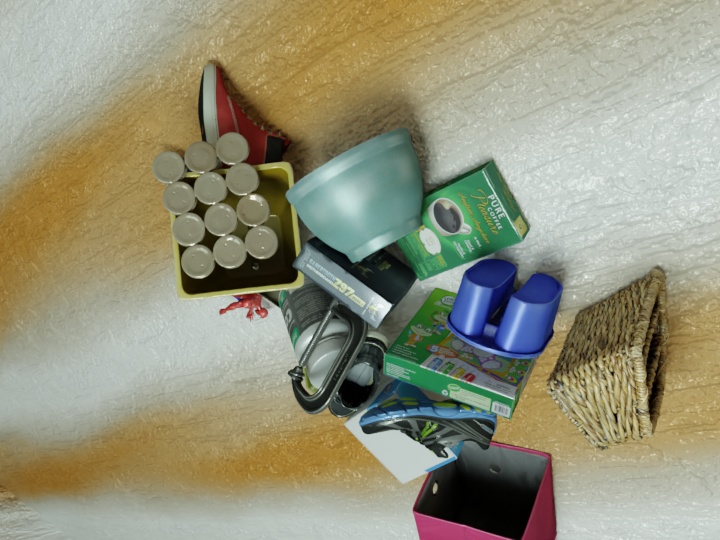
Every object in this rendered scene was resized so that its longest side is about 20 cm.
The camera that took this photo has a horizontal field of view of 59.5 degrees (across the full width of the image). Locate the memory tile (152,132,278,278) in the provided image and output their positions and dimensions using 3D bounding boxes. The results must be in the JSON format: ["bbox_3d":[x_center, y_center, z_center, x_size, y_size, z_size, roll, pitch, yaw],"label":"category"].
[{"bbox_3d":[-0.217,-0.099,0.947,0.152,0.017,0.202,-18,85,-3],"label":"memory tile"}]

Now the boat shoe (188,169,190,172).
[{"bbox_3d":[-0.282,-0.177,1.147,0.198,0.085,0.069,17,147,7],"label":"boat shoe"}]

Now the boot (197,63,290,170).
[{"bbox_3d":[-0.193,-0.249,1.049,0.072,0.143,0.202,135,127,-63],"label":"boot"}]

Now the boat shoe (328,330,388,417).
[{"bbox_3d":[-0.011,0.179,0.970,0.074,0.066,0.200,24,130,-9],"label":"boat shoe"}]

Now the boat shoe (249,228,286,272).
[{"bbox_3d":[-0.200,-0.041,1.188,0.199,0.063,0.074,14,83,12],"label":"boat shoe"}]

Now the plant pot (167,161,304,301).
[{"bbox_3d":[-0.193,-0.052,1.051,0.193,0.200,0.197,-6,85,-3],"label":"plant pot"}]

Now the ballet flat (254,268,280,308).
[{"bbox_3d":[-0.167,0.043,1.225,0.199,0.046,0.068,34,132,10],"label":"ballet flat"}]

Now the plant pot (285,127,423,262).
[{"bbox_3d":[0.010,-0.095,0.904,0.199,0.200,0.135,-27,91,41],"label":"plant pot"}]

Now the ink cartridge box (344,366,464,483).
[{"bbox_3d":[0.103,0.217,1.057,0.145,0.200,0.147,45,132,-3],"label":"ink cartridge box"}]

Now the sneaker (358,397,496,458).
[{"bbox_3d":[0.096,0.227,0.899,0.197,0.071,0.084,2,94,1],"label":"sneaker"}]

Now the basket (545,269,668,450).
[{"bbox_3d":[0.362,0.125,0.828,0.143,0.200,0.149,48,132,-2],"label":"basket"}]

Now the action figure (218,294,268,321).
[{"bbox_3d":[-0.275,0.047,1.288,0.199,0.065,0.099,36,123,10],"label":"action figure"}]

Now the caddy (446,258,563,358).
[{"bbox_3d":[0.207,0.061,0.901,0.140,0.200,0.106,22,112,23],"label":"caddy"}]

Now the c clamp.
[{"bbox_3d":[-0.055,0.113,0.967,0.027,0.201,0.170,29,174,-39],"label":"c clamp"}]

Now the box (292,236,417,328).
[{"bbox_3d":[0.000,0.000,0.984,0.157,0.200,0.051,37,110,7],"label":"box"}]

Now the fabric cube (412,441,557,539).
[{"bbox_3d":[0.228,0.449,1.126,0.198,0.196,0.201,5,123,30],"label":"fabric cube"}]

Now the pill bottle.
[{"bbox_3d":[-0.068,0.101,1.088,0.201,0.112,0.114,-118,28,-48],"label":"pill bottle"}]

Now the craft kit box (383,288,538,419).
[{"bbox_3d":[0.165,0.116,0.955,0.198,0.197,0.049,16,123,23],"label":"craft kit box"}]

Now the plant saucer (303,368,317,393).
[{"bbox_3d":[-0.017,0.236,1.211,0.199,0.048,0.200,32,158,14],"label":"plant saucer"}]

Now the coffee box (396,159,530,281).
[{"bbox_3d":[0.142,-0.070,0.953,0.199,0.044,0.124,-25,101,41],"label":"coffee box"}]
